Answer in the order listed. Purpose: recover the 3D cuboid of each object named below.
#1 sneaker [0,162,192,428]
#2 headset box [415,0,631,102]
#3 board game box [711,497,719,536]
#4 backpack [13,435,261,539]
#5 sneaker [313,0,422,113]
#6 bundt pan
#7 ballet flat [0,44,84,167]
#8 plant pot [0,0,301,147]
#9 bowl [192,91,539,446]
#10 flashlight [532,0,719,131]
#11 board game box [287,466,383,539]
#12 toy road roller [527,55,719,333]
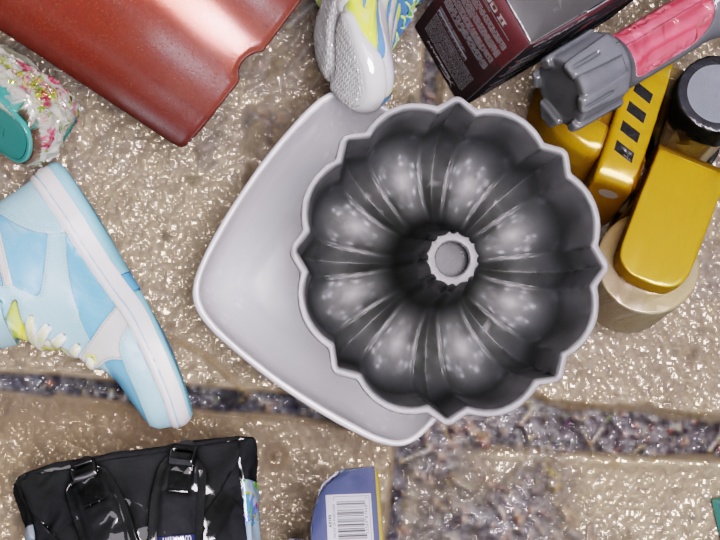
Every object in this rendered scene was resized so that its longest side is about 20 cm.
[{"bbox_3d":[-0.207,0.041,0.767,0.130,0.080,0.201,-30,81,-12],"label":"sneaker"},{"bbox_3d":[0.134,-0.198,0.774,0.148,0.200,0.075,-32,91,-9],"label":"headset box"},{"bbox_3d":[0.362,0.254,0.856,0.151,0.045,0.201,-11,88,-9],"label":"board game box"},{"bbox_3d":[-0.131,0.227,0.742,0.162,0.154,0.201,-10,66,-12],"label":"backpack"},{"bbox_3d":[0.017,-0.194,0.793,0.104,0.076,0.201,-3,58,-20],"label":"sneaker"},{"bbox_3d":[0.051,-0.004,0.735,0.200,0.076,0.203,1,86,-9],"label":"bundt pan"},{"bbox_3d":[-0.274,-0.145,0.777,0.200,0.076,0.064,40,44,3],"label":"ballet flat"},{"bbox_3d":[-0.148,-0.197,0.745,0.195,0.201,0.201,38,81,-13],"label":"plant pot"},{"bbox_3d":[0.000,0.000,0.803,0.200,0.075,0.200,36,81,-6],"label":"bowl"},{"bbox_3d":[0.206,-0.163,0.743,0.199,0.068,0.068,-31,116,-18],"label":"flashlight"},{"bbox_3d":[-0.020,0.250,0.739,0.061,0.200,0.201,-1,66,-7],"label":"board game box"},{"bbox_3d":[0.181,-0.070,0.817,0.145,0.123,0.201,20,78,5],"label":"toy road roller"}]
